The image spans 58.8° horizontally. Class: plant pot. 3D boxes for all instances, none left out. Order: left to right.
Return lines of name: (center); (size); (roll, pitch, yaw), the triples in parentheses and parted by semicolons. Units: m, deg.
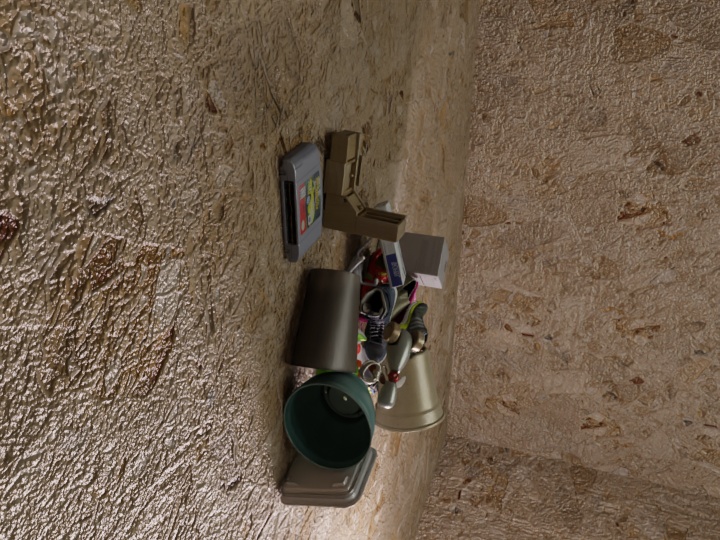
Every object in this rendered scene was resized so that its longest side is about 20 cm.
plant pot: (-0.050, 0.300, 1.369); (0.134, 0.195, 0.206); (-46, 142, -63)
plant pot: (0.119, 0.296, 1.681); (0.200, 0.195, 0.189); (-32, 118, -69)

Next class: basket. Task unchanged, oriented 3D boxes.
basket: (-0.064, 0.106, 1.353); (0.180, 0.133, 0.206); (25, 71, -66)

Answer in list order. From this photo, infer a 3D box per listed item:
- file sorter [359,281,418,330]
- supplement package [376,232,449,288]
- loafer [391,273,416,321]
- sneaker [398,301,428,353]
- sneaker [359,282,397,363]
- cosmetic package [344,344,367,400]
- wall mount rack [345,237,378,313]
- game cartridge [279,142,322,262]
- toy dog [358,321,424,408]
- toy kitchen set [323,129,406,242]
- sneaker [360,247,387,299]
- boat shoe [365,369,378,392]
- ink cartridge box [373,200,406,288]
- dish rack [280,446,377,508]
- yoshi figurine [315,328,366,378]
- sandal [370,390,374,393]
file sorter: (0.074, 0.127, 1.820); (0.201, 0.135, 0.128); (-62, 158, -49)
supplement package: (0.153, -0.035, 1.892); (0.120, 0.195, 0.124); (52, 49, -67)
loafer: (0.096, 0.077, 1.702); (0.076, 0.068, 0.202); (76, 32, -43)
sneaker: (0.144, 0.155, 1.673); (0.201, 0.079, 0.075); (-53, 156, -49)
sneaker: (0.035, 0.135, 1.562); (0.146, 0.075, 0.208); (-8, 107, -76)
cosmetic package: (-0.045, 0.287, 1.603); (0.102, 0.069, 0.204); (66, 36, -61)
wall mount rack: (0.000, 0.000, 1.609); (0.202, 0.073, 0.177); (-63, 155, -49)
game cartridge: (-0.111, -0.135, 1.233); (0.134, 0.040, 0.205); (-61, 155, -59)
toy dog: (0.071, 0.217, 1.515); (0.201, 0.132, 0.096); (-50, -168, -23)
toy kitchen set: (0.028, -0.196, 1.419); (0.163, 0.176, 0.205); (-44, 144, -65)
sneaker: (0.043, 0.026, 1.732); (0.085, 0.075, 0.205); (133, -32, -58)
boat shoe: (0.056, 0.315, 1.834); (0.198, 0.063, 0.073); (31, 98, -40)
ink cartridge box: (0.077, -0.073, 1.632); (0.200, 0.040, 0.205); (-66, 143, -78)
dish rack: (-0.074, 0.433, 1.389); (0.044, 0.195, 0.172); (69, 28, -24)
yoshi figurine: (-0.060, 0.190, 1.488); (0.111, 0.110, 0.206); (14, 72, -50)
sandal: (0.049, 0.295, 1.908); (0.080, 0.085, 0.203); (-62, 154, -42)
